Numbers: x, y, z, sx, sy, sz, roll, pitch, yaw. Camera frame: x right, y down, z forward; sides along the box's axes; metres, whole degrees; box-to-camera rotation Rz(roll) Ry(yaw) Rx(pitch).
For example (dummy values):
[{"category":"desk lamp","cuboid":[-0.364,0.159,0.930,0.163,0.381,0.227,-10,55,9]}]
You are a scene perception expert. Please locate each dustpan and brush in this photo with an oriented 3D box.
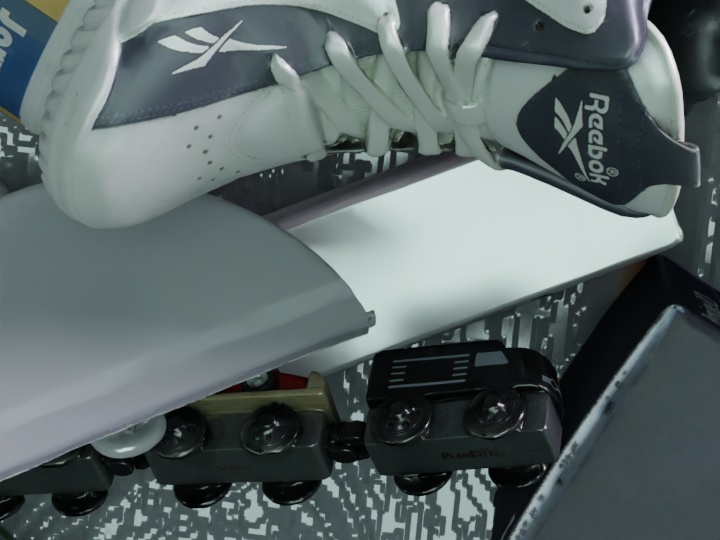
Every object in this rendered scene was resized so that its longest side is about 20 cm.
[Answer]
[{"category":"dustpan and brush","cuboid":[-0.092,0.005,0.787,0.139,0.200,0.057,-22,131,-15]}]

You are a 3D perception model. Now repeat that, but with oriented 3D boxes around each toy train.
[{"category":"toy train","cuboid":[-0.038,0.043,0.773,0.199,0.046,0.034,-5,137,18]}]

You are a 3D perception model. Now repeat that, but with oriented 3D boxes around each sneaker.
[{"category":"sneaker","cuboid":[0.024,-0.050,0.688,0.199,0.080,0.130,-31,55,-17]}]

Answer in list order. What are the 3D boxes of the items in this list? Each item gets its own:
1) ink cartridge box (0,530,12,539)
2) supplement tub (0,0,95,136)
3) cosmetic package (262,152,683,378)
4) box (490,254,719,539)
[{"category":"ink cartridge box","cuboid":[-0.185,0.170,0.873,0.146,0.084,0.200,41,98,-3]},{"category":"supplement tub","cuboid":[-0.098,-0.128,0.804,0.199,0.145,0.145,34,98,0]},{"category":"cosmetic package","cuboid":[0.000,0.000,0.843,0.199,0.083,0.051,-20,94,7]},{"category":"box","cuboid":[0.145,0.095,0.810,0.199,0.148,0.105,33,98,-1]}]
